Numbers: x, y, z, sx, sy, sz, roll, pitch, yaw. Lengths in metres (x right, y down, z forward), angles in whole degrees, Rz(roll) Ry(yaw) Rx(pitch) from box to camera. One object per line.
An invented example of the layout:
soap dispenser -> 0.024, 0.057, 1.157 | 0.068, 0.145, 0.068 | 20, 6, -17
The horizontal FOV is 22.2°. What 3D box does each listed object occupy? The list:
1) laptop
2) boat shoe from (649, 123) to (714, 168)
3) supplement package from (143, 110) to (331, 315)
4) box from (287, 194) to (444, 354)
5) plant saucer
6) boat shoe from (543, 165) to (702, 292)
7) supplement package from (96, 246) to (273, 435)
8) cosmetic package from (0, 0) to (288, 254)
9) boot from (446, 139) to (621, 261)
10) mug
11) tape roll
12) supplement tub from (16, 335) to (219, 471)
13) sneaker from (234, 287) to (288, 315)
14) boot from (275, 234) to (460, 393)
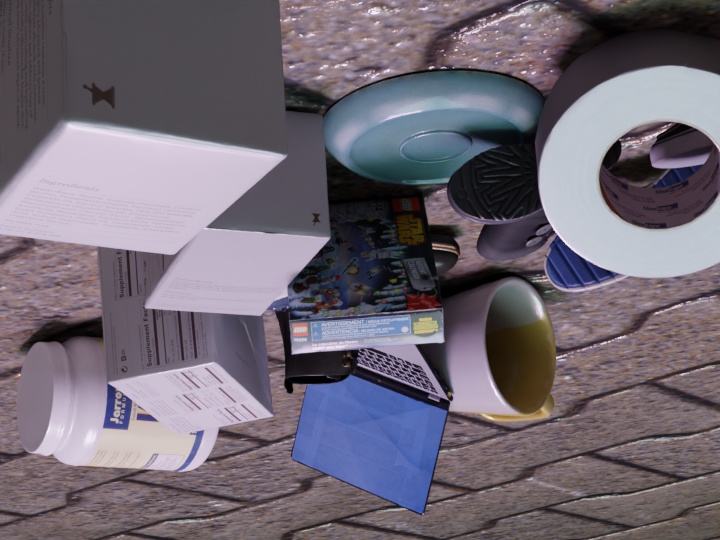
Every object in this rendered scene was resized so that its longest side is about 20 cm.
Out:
laptop -> -0.010, 0.141, 1.972 | 0.187, 0.116, 0.200 | 19, 157, 32
boat shoe -> 0.331, -0.139, 1.560 | 0.199, 0.057, 0.068 | -21, 163, 38
supplement package -> -0.113, -0.049, 1.605 | 0.116, 0.118, 0.200 | 5, 158, -20
box -> 0.000, 0.000, 1.676 | 0.136, 0.200, 0.040 | -4, 123, -2
plant saucer -> 0.064, -0.117, 1.597 | 0.199, 0.028, 0.200 | -5, 159, -2
boat shoe -> 0.267, -0.040, 1.730 | 0.199, 0.072, 0.072 | -30, 170, 13
supplement package -> -0.171, 0.056, 1.818 | 0.110, 0.157, 0.200 | -11, 159, 10
cosmetic package -> -0.171, -0.128, 1.309 | 0.166, 0.168, 0.200 | 8, 157, -28
boot -> 0.135, -0.059, 1.660 | 0.164, 0.066, 0.200 | -17, 169, -15
mug -> 0.119, 0.108, 2.023 | 0.153, 0.187, 0.149 | -9, -163, 35
tape roll -> 0.243, -0.094, 1.498 | 0.199, 0.066, 0.201 | 1, 124, 2
supplement tub -> -0.271, 0.149, 2.061 | 0.199, 0.146, 0.145 | 6, 157, -29
sneaker -> -0.034, 0.022, 1.774 | 0.199, 0.085, 0.075 | -18, -153, -13
boot -> 0.009, 0.045, 1.856 | 0.199, 0.139, 0.077 | -12, 159, 17
